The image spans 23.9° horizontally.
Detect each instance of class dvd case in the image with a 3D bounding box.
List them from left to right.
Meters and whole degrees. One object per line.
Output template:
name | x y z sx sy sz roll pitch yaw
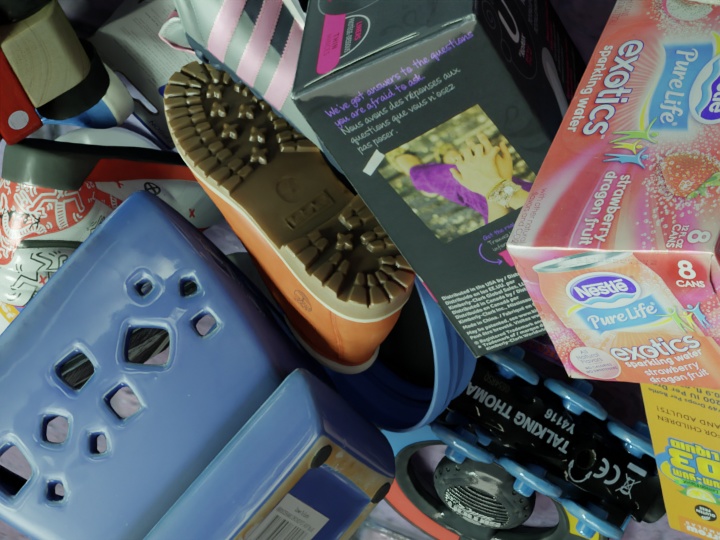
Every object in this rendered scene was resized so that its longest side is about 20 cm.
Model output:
dvd case | -0.199 0.073 1.229 0.016 0.200 0.149 54 147 6

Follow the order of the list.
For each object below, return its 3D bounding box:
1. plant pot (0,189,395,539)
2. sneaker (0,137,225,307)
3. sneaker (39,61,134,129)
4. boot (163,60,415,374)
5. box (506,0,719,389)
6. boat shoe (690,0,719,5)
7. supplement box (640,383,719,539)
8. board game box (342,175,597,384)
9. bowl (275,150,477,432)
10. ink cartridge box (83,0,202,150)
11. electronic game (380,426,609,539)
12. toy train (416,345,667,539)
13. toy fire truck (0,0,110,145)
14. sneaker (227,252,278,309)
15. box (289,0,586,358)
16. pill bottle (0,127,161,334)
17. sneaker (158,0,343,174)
plant pot | -0.102 0.106 0.994 0.180 0.200 0.200 41 177 26
sneaker | -0.146 -0.020 1.055 0.067 0.108 0.201 19 -169 38
sneaker | -0.235 -0.096 1.057 0.199 0.111 0.077 20 154 36
boot | -0.048 -0.029 0.968 0.200 0.075 0.107 52 158 22
box | 0.158 -0.051 0.788 0.102 0.200 0.095 3 140 33
boat shoe | 0.207 -0.165 0.729 0.199 0.075 0.074 -2 128 25
supplement box | 0.217 0.084 1.033 0.066 0.069 0.200 15 143 35
board game box | 0.078 -0.009 1.063 0.199 0.032 0.120 26 143 5
bowl | 0.000 0.000 1.027 0.201 0.039 0.201 43 147 37
ink cartridge box | -0.080 -0.135 0.999 0.200 0.037 0.095 -17 125 45
electronic game | 0.092 0.166 1.277 0.199 0.042 0.200 19 146 13
toy train | 0.114 0.103 1.121 0.200 0.087 0.114 31 180 -16
toy fire truck | -0.271 -0.132 0.952 0.176 0.200 0.129 49 168 45
sneaker | -0.094 0.065 1.222 0.111 0.077 0.200 -4 143 21
box | 0.061 -0.072 0.879 0.106 0.123 0.200 -20 127 22
pill bottle | -0.201 -0.010 1.186 0.112 0.112 0.200 34 146 -9
sneaker | -0.057 -0.124 0.897 0.082 0.070 0.200 -23 113 20
